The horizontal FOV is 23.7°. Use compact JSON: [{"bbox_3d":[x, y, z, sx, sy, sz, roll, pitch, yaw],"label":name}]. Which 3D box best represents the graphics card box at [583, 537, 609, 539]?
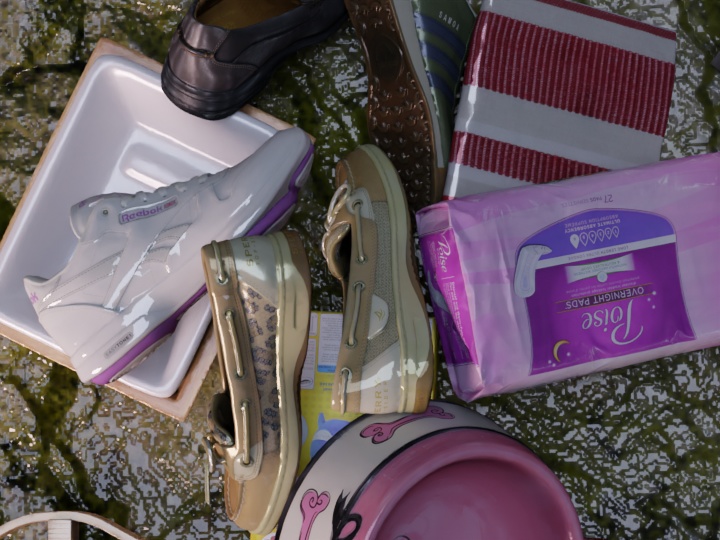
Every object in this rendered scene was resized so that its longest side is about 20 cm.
[{"bbox_3d":[0.181,0.270,1.043,0.125,0.051,0.201,1,81,41],"label":"graphics card box"}]

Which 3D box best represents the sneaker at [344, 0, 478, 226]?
[{"bbox_3d":[0.048,-0.137,1.114,0.090,0.067,0.201,-22,105,-35],"label":"sneaker"}]

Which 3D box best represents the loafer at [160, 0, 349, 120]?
[{"bbox_3d":[-0.050,-0.179,1.089,0.073,0.072,0.200,30,55,9],"label":"loafer"}]

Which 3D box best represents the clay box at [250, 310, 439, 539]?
[{"bbox_3d":[-0.010,0.128,1.100,0.114,0.048,0.202,3,85,4],"label":"clay box"}]

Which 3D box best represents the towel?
[{"bbox_3d":[0.125,-0.073,1.103,0.143,0.023,0.201,13,83,-17],"label":"towel"}]

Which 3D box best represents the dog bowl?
[{"bbox_3d":[0.050,0.181,1.030,0.199,0.074,0.202,-2,94,-29],"label":"dog bowl"}]

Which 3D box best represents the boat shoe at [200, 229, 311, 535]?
[{"bbox_3d":[-0.070,0.068,1.018,0.062,0.073,0.201,-3,116,-17],"label":"boat shoe"}]

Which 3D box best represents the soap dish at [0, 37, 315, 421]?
[{"bbox_3d":[-0.138,-0.026,1.108,0.157,0.081,0.201,25,86,5],"label":"soap dish"}]

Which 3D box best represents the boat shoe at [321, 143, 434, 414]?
[{"bbox_3d":[0.000,0.002,1.065,0.063,0.073,0.202,-4,54,-8],"label":"boat shoe"}]

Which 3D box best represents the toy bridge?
[{"bbox_3d":[-0.192,0.190,1.115,0.198,0.027,0.068,-2,83,3],"label":"toy bridge"}]

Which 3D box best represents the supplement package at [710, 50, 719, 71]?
[{"bbox_3d":[0.345,-0.136,1.035,0.200,0.191,0.147,41,87,7],"label":"supplement package"}]

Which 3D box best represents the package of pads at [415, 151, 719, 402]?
[{"bbox_3d":[0.141,0.002,1.053,0.199,0.076,0.121,-11,89,-18],"label":"package of pads"}]

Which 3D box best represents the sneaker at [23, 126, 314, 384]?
[{"bbox_3d":[-0.116,-0.026,1.027,0.200,0.075,0.100,-42,85,-1],"label":"sneaker"}]
